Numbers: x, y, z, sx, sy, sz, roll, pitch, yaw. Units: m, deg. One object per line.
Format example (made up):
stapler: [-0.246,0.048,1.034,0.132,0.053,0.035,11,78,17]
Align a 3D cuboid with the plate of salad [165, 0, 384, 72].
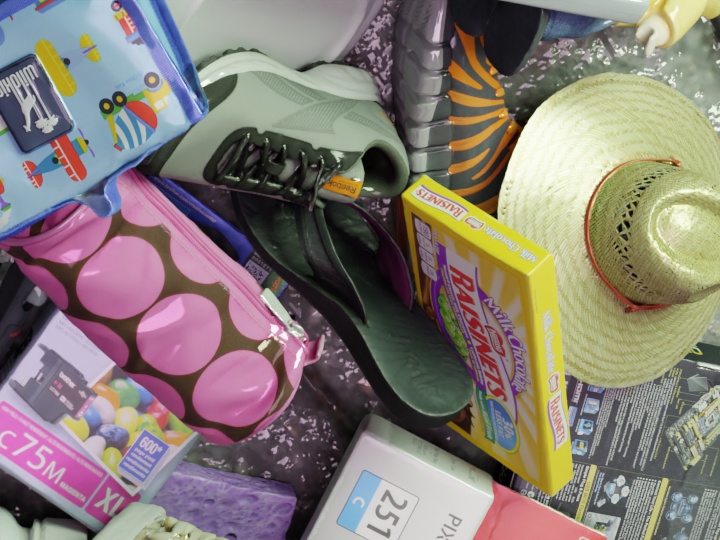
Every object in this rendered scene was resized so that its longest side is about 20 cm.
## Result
plate of salad: [-0.062,-0.145,1.056,0.200,0.200,0.048,-41,66,7]

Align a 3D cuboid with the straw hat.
straw hat: [0.181,-0.020,1.117,0.199,0.085,0.203,-4,97,-35]

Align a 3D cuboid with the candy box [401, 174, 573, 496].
candy box: [0.077,0.042,1.126,0.026,0.102,0.201,-40,142,-26]

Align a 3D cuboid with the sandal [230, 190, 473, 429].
sandal: [0.001,0.000,1.118,0.201,0.075,0.048,50,136,15]

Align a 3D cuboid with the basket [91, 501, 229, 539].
basket: [-0.115,0.259,1.104,0.122,0.136,0.202,15,105,8]

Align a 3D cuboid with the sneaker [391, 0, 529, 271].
sneaker: [0.078,-0.096,1.137,0.111,0.078,0.202,-4,120,-11]

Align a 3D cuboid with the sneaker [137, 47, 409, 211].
sneaker: [-0.043,-0.072,1.058,0.199,0.080,0.074,-6,144,-49]

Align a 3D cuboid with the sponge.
sponge: [-0.118,0.220,1.237,0.110,0.030,0.202,12,106,-13]

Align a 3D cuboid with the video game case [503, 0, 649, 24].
video game case: [0.049,-0.221,1.017,0.198,0.184,0.022,7,144,-22]

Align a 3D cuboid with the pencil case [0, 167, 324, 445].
pencil case: [-0.112,0.007,1.065,0.093,0.091,0.200,-23,130,31]

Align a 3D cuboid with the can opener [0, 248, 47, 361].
can opener: [-0.218,0.019,1.127,0.063,0.078,0.201,39,114,21]

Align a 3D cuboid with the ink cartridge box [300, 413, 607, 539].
ink cartridge box: [0.036,0.218,1.206,0.175,0.045,0.201,26,103,-3]

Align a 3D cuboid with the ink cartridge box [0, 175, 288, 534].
ink cartridge box: [-0.137,0.052,1.155,0.119,0.042,0.201,36,89,-15]

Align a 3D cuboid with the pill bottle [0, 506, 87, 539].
pill bottle: [-0.267,0.199,1.164,0.198,0.114,0.115,1,109,-8]

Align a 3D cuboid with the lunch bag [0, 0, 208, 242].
lunch bag: [-0.173,-0.115,0.957,0.150,0.094,0.201,-28,91,14]

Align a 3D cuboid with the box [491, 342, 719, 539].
box: [0.169,0.139,1.238,0.159,0.049,0.202,11,107,-9]

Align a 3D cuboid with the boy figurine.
boy figurine: [0.144,-0.170,1.086,0.199,0.125,0.065,-18,144,-37]
